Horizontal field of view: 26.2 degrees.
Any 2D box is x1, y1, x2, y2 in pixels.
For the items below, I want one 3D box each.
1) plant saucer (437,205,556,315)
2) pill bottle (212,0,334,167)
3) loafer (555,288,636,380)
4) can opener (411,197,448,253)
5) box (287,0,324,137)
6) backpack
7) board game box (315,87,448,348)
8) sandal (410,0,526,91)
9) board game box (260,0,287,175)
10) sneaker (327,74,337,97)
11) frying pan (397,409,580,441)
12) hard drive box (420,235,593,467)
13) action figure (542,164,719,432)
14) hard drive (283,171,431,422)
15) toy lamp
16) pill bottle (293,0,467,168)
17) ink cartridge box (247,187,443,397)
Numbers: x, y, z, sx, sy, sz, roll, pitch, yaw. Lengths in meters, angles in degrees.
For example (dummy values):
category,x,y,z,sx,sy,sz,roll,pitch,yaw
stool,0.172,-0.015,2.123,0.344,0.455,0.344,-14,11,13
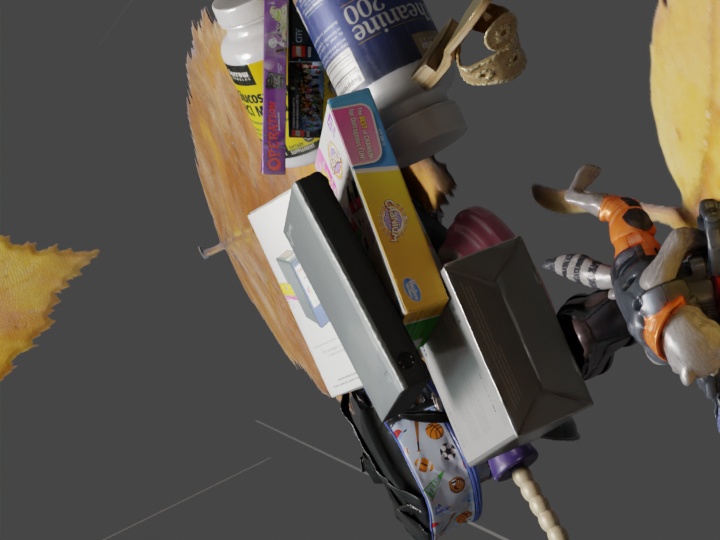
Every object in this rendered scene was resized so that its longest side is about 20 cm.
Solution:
category,x,y,z,sx,sy,sz,roll,pitch,yaw
plant saucer,0.132,0.037,1.537,0.202,0.050,0.201,59,165,26
pill bottle,-0.090,-0.227,1.752,0.112,0.112,0.202,39,158,60
loafer,0.187,0.059,1.341,0.072,0.062,0.200,61,165,9
can opener,0.074,0.000,1.675,0.064,0.078,0.201,63,180,43
box,-0.056,-0.258,1.600,0.137,0.037,0.202,96,174,-62
backpack,0.077,0.217,1.824,0.201,0.152,0.192,74,173,-52
board game box,0.015,-0.039,1.374,0.153,0.040,0.202,110,142,-72
sandal,0.105,-0.185,1.283,0.069,0.078,0.212,33,165,-6
board game box,-0.085,-0.203,1.547,0.120,0.032,0.203,-125,36,-78
sneaker,0.013,-0.181,1.591,0.080,0.087,0.203,-41,-46,-63
frying pan,0.124,0.136,1.510,0.115,0.187,0.031,-122,45,-82
hard drive box,0.117,0.077,1.367,0.200,0.076,0.158,121,128,-74
action figure,0.215,0.034,1.131,0.194,0.103,0.202,-121,15,-63
hard drive,-0.006,0.025,1.354,0.202,0.033,0.140,62,167,12
toy lamp,0.193,0.256,1.650,0.201,0.058,0.058,62,165,21
pill bottle,0.021,-0.202,1.435,0.202,0.110,0.111,64,166,7
ink cartridge box,0.000,0.000,1.517,0.087,0.145,0.202,-23,93,45
